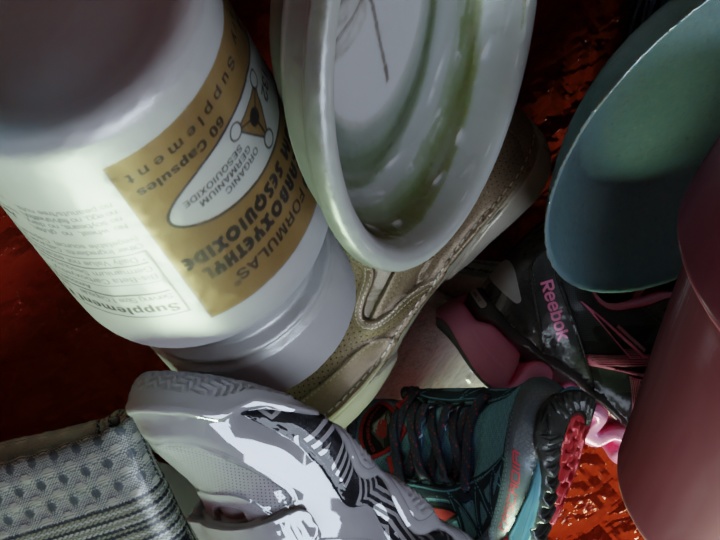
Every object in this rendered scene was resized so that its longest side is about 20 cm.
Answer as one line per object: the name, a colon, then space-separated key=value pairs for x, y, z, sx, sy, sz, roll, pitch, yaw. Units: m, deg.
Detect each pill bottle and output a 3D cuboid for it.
pill bottle: x=-0.075 y=-0.035 z=0.908 sx=0.114 sy=0.114 sz=0.200 roll=-34 pitch=141 yaw=-2

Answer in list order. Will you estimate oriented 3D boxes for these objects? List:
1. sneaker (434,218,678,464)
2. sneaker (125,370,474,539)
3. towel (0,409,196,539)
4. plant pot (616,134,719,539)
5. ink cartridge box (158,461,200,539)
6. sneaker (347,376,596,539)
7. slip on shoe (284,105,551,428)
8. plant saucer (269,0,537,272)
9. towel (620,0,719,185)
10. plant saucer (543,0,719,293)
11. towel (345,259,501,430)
sneaker: x=0.132 y=0.041 z=1.094 sx=0.200 sy=0.079 sz=0.095 roll=32 pitch=98 yaw=-33
sneaker: x=-0.031 y=0.128 z=0.951 sx=0.200 sy=0.075 sz=0.115 roll=40 pitch=61 yaw=-33
towel: x=-0.150 y=0.166 z=1.010 sx=0.200 sy=0.035 sz=0.193 roll=-17 pitch=110 yaw=15
plant pot: x=0.205 y=0.047 z=0.985 sx=0.200 sy=0.200 sz=0.179 roll=-2 pitch=135 yaw=-34
ink cartridge box: x=-0.082 y=0.178 z=1.103 sx=0.200 sy=0.088 sz=0.145 roll=18 pitch=118 yaw=-30
sneaker: x=0.038 y=0.091 z=1.041 sx=0.095 sy=0.079 sz=0.200 roll=24 pitch=156 yaw=-4
slip on shoe: x=0.000 y=0.000 z=1.026 sx=0.200 sy=0.076 sz=0.061 roll=-45 pitch=145 yaw=7
plant saucer: x=0.011 y=-0.101 z=0.887 sx=0.200 sy=0.050 sz=0.200 roll=-39 pitch=134 yaw=-55
towel: x=0.164 y=-0.091 z=1.074 sx=0.112 sy=0.049 sz=0.200 roll=-11 pitch=134 yaw=-26
plant saucer: x=0.153 y=-0.074 z=1.002 sx=0.201 sy=0.039 sz=0.201 roll=-26 pitch=148 yaw=-17
towel: x=0.023 y=0.077 z=1.152 sx=0.132 sy=0.034 sz=0.200 roll=8 pitch=125 yaw=-39
